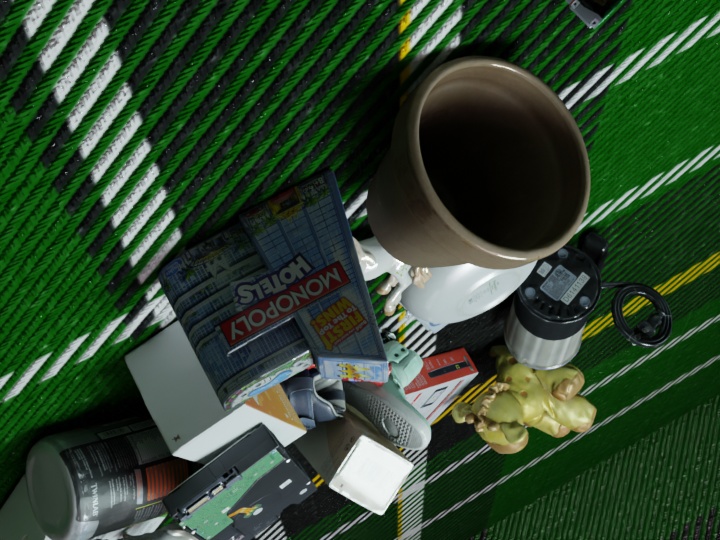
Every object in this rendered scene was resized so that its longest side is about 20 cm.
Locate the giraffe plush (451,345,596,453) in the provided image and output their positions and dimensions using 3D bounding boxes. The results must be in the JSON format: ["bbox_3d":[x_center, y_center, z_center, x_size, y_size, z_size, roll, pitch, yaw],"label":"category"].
[{"bbox_3d":[0.238,0.209,1.971,0.162,0.201,0.172,-46,-164,-33],"label":"giraffe plush"}]

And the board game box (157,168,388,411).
[{"bbox_3d":[-0.065,0.037,1.229,0.199,0.201,0.062,-28,159,-9],"label":"board game box"}]

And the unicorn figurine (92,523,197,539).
[{"bbox_3d":[-0.239,0.322,1.542,0.136,0.074,0.200,-18,-170,27],"label":"unicorn figurine"}]

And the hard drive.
[{"bbox_3d":[-0.132,0.251,1.454,0.139,0.038,0.200,-37,156,-5],"label":"hard drive"}]

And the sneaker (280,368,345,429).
[{"bbox_3d":[-0.090,0.186,1.643,0.145,0.078,0.203,-11,155,-6],"label":"sneaker"}]

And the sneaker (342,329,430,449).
[{"bbox_3d":[0.051,0.147,1.668,0.118,0.200,0.074,-28,129,-26],"label":"sneaker"}]

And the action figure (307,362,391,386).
[{"bbox_3d":[-0.051,0.099,1.555,0.199,0.065,0.052,12,110,-42],"label":"action figure"}]

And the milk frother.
[{"bbox_3d":[0.315,0.071,1.812,0.180,0.201,0.188,-31,159,-12],"label":"milk frother"}]

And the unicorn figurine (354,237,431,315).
[{"bbox_3d":[0.000,0.000,1.409,0.199,0.074,0.138,-32,151,-37],"label":"unicorn figurine"}]

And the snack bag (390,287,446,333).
[{"bbox_3d":[0.134,0.003,1.665,0.188,0.022,0.200,-36,155,8],"label":"snack bag"}]

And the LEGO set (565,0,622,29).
[{"bbox_3d":[0.205,-0.299,1.040,0.200,0.116,0.154,-44,-175,38],"label":"LEGO set"}]

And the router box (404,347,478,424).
[{"bbox_3d":[0.059,0.207,1.964,0.178,0.049,0.200,-12,151,-40],"label":"router box"}]

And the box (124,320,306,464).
[{"bbox_3d":[-0.156,0.139,1.432,0.097,0.125,0.200,-34,159,6],"label":"box"}]

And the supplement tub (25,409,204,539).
[{"bbox_3d":[-0.269,0.229,1.477,0.199,0.123,0.123,-10,150,-42],"label":"supplement tub"}]

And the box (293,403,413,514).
[{"bbox_3d":[-0.022,0.224,1.665,0.095,0.200,0.078,33,92,-28],"label":"box"}]

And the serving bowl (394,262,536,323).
[{"bbox_3d":[0.142,0.003,1.572,0.199,0.066,0.201,-25,154,-13],"label":"serving bowl"}]

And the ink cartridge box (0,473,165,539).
[{"bbox_3d":[-0.333,0.292,1.579,0.199,0.083,0.147,-11,151,-44],"label":"ink cartridge box"}]

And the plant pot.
[{"bbox_3d":[0.091,-0.079,1.241,0.199,0.202,0.174,-16,171,-33],"label":"plant pot"}]
